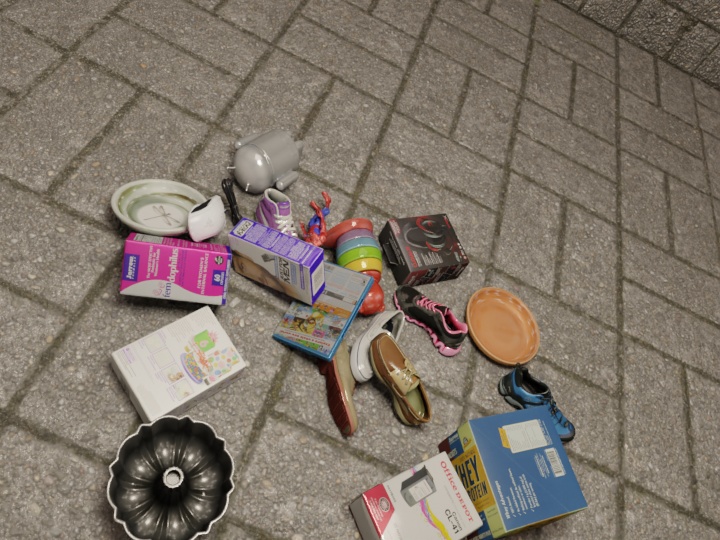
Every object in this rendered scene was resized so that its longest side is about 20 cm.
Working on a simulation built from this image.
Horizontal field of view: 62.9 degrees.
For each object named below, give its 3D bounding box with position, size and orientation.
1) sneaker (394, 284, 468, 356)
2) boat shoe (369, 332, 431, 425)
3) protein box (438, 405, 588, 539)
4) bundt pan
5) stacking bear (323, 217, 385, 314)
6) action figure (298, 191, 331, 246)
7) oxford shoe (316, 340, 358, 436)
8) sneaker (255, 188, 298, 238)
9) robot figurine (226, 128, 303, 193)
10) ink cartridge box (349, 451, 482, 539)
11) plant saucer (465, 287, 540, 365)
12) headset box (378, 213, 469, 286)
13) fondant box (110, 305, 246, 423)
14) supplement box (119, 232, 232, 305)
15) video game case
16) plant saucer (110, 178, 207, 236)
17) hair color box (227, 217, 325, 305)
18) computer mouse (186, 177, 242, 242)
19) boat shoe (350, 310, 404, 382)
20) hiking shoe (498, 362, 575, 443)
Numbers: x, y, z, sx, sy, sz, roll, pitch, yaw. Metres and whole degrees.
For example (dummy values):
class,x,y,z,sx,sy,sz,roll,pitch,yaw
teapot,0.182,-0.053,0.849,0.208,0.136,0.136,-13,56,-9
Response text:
class,x,y,z,sx,sy,sz,roll,pitch,yaw
sneaker,0.162,0.094,1.318,0.199,0.096,0.079,42,53,10
boat shoe,0.088,0.214,1.162,0.075,0.073,0.204,-37,107,-33
protein box,0.288,0.393,1.137,0.194,0.136,0.203,-3,58,-25
bundt pan,-0.305,0.346,0.952,0.196,0.076,0.207,12,53,-16
stacking bear,0.000,0.000,1.306,0.118,0.113,0.206,3,62,-35
action figure,-0.102,-0.104,1.333,0.052,0.064,0.203,46,28,-31
oxford shoe,-0.029,0.222,1.163,0.073,0.071,0.205,0,58,-29
sneaker,-0.168,-0.087,1.289,0.071,0.115,0.203,-24,70,-35
robot figurine,-0.221,-0.257,1.383,0.168,0.114,0.199,39,51,13
ink cartridge box,0.098,0.440,1.057,0.195,0.086,0.150,-16,64,-30
plant saucer,0.333,0.136,1.400,0.194,0.038,0.205,12,53,-16
headset box,0.143,-0.049,1.420,0.194,0.076,0.152,-8,61,-28
fondant box,-0.329,0.174,1.074,0.197,0.059,0.145,-28,71,-34
supplement box,-0.352,-0.003,1.135,0.193,0.103,0.105,7,98,-17
video game case,-0.074,0.077,1.211,0.140,0.018,0.203,17,60,25
plant saucer,-0.415,-0.120,1.225,0.194,0.051,0.202,12,34,-8
hair color box,-0.170,-0.019,1.205,0.195,0.111,0.065,23,49,20
computer mouse,-0.294,-0.115,1.221,0.042,0.113,0.201,-2,24,15
boat shoe,0.039,0.146,1.217,0.074,0.064,0.202,53,37,-20
hiking shoe,0.393,0.295,1.282,0.198,0.087,0.074,39,51,7
